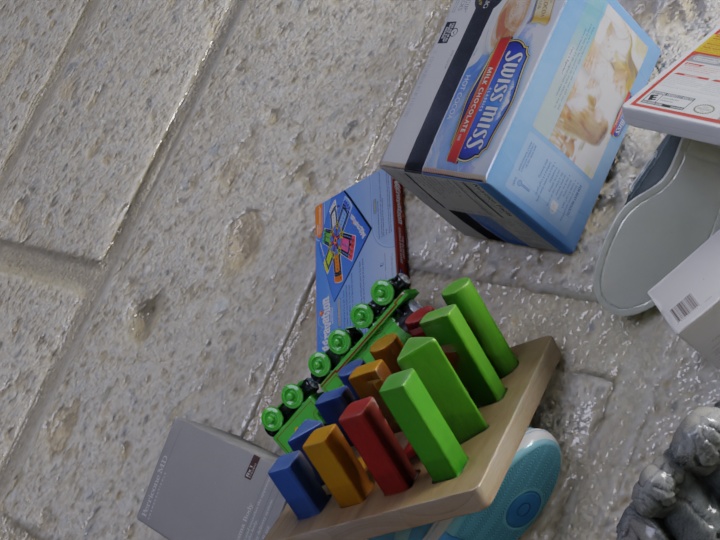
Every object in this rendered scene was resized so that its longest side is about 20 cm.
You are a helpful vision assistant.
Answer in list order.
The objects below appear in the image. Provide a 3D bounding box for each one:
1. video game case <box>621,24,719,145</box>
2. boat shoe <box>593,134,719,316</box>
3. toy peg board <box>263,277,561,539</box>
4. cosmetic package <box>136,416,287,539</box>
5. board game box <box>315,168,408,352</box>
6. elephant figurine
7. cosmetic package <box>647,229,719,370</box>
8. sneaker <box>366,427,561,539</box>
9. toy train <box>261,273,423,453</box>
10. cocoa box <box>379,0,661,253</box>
[{"bbox_3d":[0.303,-0.149,0.885,0.200,0.018,0.143,-39,37,-24],"label":"video game case"},{"bbox_3d":[0.241,-0.055,0.947,0.201,0.073,0.062,-61,-3,5],"label":"boat shoe"},{"bbox_3d":[0.023,0.102,0.945,0.198,0.098,0.200,-21,17,34],"label":"toy peg board"},{"bbox_3d":[-0.101,0.207,1.088,0.199,0.090,0.107,12,79,48],"label":"cosmetic package"},{"bbox_3d":[0.000,0.000,1.182,0.103,0.019,0.201,-27,47,30],"label":"board game box"},{"bbox_3d":[0.257,0.173,0.713,0.200,0.155,0.142,39,132,27],"label":"elephant figurine"},{"bbox_3d":[0.296,-0.020,0.833,0.200,0.082,0.051,-43,38,16],"label":"cosmetic package"},{"bbox_3d":[0.056,0.172,0.956,0.200,0.079,0.131,-49,40,8],"label":"sneaker"},{"bbox_3d":[-0.013,0.087,1.099,0.056,0.042,0.200,47,110,15],"label":"toy train"},{"bbox_3d":[0.135,-0.136,1.040,0.131,0.133,0.201,14,75,49],"label":"cocoa box"}]
